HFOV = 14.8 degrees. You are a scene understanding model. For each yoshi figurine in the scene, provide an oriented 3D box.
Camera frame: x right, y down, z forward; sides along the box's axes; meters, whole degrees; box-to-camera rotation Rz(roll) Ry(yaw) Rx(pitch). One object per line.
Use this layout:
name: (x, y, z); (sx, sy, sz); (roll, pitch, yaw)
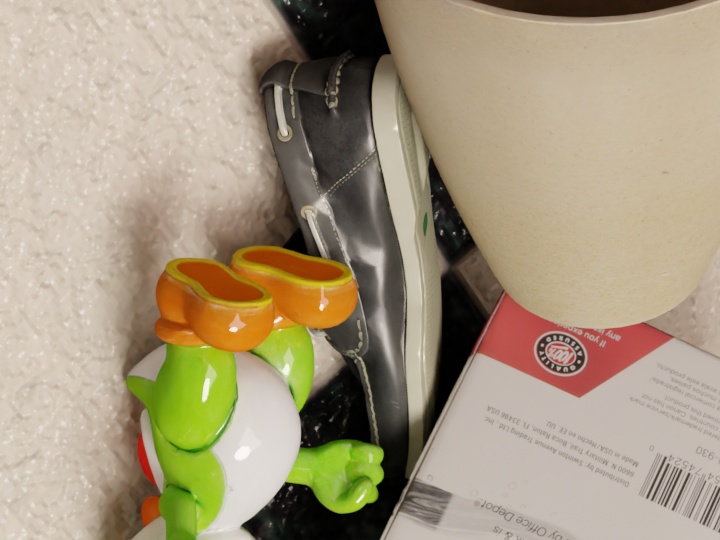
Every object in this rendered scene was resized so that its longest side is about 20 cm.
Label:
yoshi figurine: (-0.045, 0.099, 1.132); (0.112, 0.112, 0.201); (8, 107, -7)

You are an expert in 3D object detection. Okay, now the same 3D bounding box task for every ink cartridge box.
ink cartridge box: (0.087, 0.124, 1.182); (0.146, 0.083, 0.200); (25, 72, 8)

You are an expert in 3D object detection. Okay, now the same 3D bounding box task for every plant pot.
plant pot: (0.096, -0.080, 1.120); (0.187, 0.187, 0.200); (-27, 137, -20)

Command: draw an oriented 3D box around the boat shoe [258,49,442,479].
boat shoe: (0.000, 0.000, 1.184); (0.067, 0.072, 0.201); (-3, 119, 10)
